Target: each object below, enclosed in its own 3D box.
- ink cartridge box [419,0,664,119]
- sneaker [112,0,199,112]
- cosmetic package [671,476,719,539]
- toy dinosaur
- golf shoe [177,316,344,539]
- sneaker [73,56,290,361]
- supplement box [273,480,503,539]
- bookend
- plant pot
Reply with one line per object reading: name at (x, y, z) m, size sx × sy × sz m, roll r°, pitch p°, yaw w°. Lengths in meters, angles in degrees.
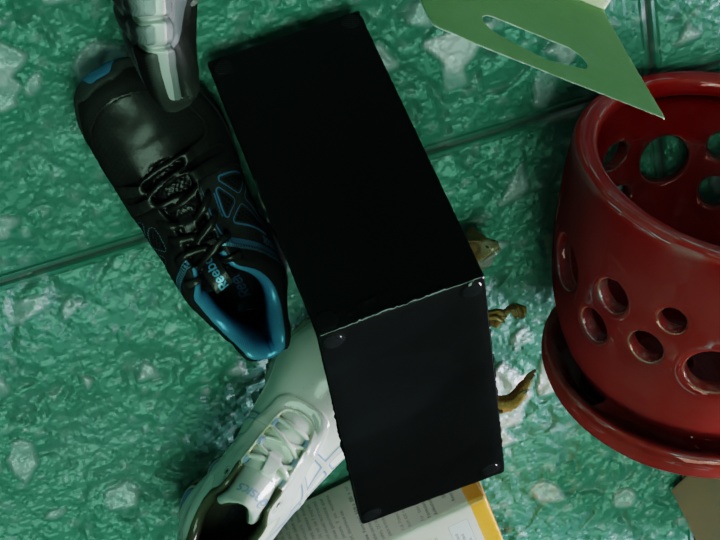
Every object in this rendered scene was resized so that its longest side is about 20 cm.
ink cartridge box at (0.077, -0.169, 1.026) m, size 0.145 × 0.200 × 0.048 m, roll 18°, pitch 119°, yaw -28°
sneaker at (-0.076, -0.183, 1.038) m, size 0.115 × 0.075 × 0.201 m, roll -17°, pitch 120°, yaw -12°
cosmetic package at (0.323, 0.127, 1.386) m, size 0.103 × 0.073 × 0.200 m, roll 32°, pitch 113°, yaw -33°
toy dinosaur at (0.051, 0.061, 1.278) m, size 0.106 × 0.060 × 0.201 m, roll 30°, pitch 112°, yaw 3°
golf shoe at (-0.046, 0.113, 1.234) m, size 0.078 × 0.097 × 0.200 m, roll 32°, pitch 109°, yaw -2°
sneaker at (-0.089, -0.034, 1.136) m, size 0.073 × 0.082 × 0.200 m, roll -30°, pitch 126°, yaw 7°
supplement box at (0.000, 0.209, 1.340) m, size 0.199 × 0.074 × 0.126 m, roll -25°, pitch 128°, yaw -2°
bookend at (0.000, 0.000, 1.144) m, size 0.092 × 0.201 × 0.199 m, roll -19°, pitch 145°, yaw -6°
plant pot at (0.204, 0.009, 1.196) m, size 0.199 × 0.201 × 0.183 m, roll -1°, pitch 127°, yaw -18°
